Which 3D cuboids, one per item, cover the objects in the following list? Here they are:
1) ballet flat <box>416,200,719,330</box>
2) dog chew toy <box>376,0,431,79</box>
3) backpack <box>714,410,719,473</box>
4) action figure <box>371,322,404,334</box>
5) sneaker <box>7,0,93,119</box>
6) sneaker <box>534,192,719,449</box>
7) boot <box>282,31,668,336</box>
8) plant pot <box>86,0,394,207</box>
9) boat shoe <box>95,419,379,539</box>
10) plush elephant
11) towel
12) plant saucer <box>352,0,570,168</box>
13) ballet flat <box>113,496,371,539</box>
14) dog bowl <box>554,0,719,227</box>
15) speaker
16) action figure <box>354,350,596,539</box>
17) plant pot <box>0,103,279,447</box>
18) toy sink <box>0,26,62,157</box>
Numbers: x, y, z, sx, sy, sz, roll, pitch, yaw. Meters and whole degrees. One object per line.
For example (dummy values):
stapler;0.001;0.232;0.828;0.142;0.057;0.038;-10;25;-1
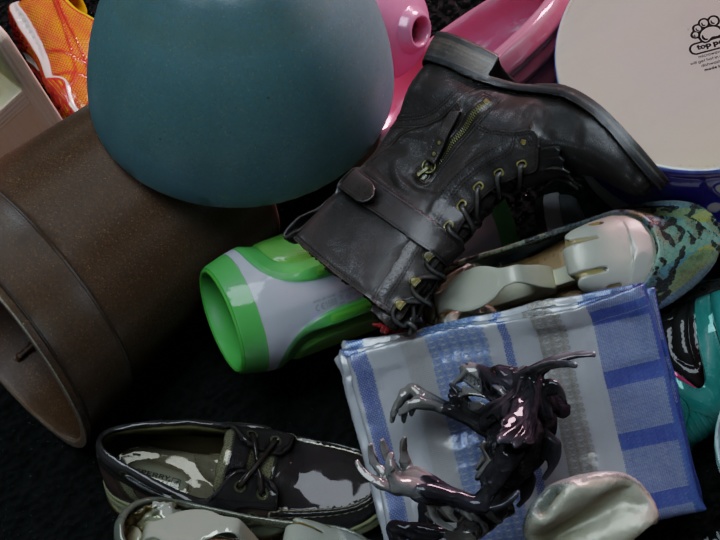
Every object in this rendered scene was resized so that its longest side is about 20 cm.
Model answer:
ballet flat;0.120;0.005;1.205;0.200;0.074;0.074;-22;54;20
dog chew toy;-0.035;-0.179;1.403;0.200;0.125;0.125;12;62;37
backpack;0.302;0.117;1.130;0.200;0.127;0.167;30;72;29
action figure;0.059;0.094;1.234;0.200;0.099;0.065;30;87;32
sneaker;-0.202;-0.147;1.480;0.077;0.073;0.200;-23;58;-10
sneaker;0.191;0.020;1.249;0.121;0.084;0.200;-23;63;8
boot;0.068;-0.036;1.188;0.200;0.069;0.174;30;86;33
plant pot;-0.078;-0.158;1.237;0.200;0.135;0.200;0;56;0
boat shoe;-0.078;0.133;1.270;0.200;0.065;0.073;-1;57;15
plush elephant;0.148;0.206;1.107;0.155;0.165;0.200;4;30;3
towel;0.093;0.095;1.184;0.200;0.024;0.147;-13;92;15
plant saucer;0.068;-0.124;1.344;0.200;0.051;0.201;-35;15;11
ballet flat;-0.058;0.178;1.218;0.200;0.064;0.067;6;49;9
dog bowl;0.225;-0.124;1.257;0.200;0.079;0.200;-7;59;12
speaker;0.000;0.000;1.292;0.200;0.089;0.088;-20;54;-17
action figure;0.050;0.114;1.125;0.102;0.119;0.200;31;108;9
plant pot;-0.174;-0.019;1.329;0.198;0.200;0.200;-39;56;-20
toy sink;-0.290;-0.104;1.399;0.112;0.200;0.130;-44;58;-13
